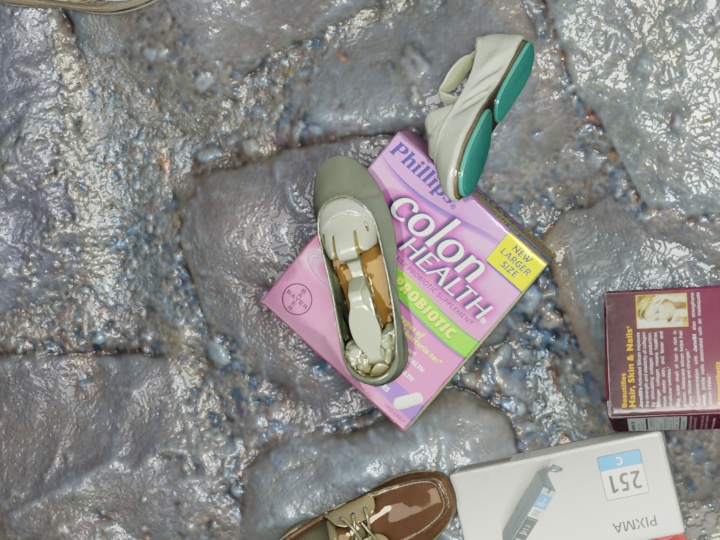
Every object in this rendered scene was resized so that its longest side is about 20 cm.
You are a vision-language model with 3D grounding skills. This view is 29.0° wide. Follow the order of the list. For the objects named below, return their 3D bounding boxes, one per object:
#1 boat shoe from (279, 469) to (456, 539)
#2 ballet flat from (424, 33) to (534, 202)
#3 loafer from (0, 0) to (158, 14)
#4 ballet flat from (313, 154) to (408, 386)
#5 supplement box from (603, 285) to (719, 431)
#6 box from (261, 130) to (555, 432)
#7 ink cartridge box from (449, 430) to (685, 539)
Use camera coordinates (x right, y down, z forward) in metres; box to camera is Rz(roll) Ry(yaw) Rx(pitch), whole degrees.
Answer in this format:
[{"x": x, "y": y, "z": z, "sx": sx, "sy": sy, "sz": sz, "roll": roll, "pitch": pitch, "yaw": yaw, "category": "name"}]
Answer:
[{"x": -0.001, "y": 0.245, "z": 1.285, "sx": 0.199, "sy": 0.072, "sz": 0.076, "roll": -31, "pitch": 80, "yaw": 21, "category": "boat shoe"}, {"x": 0.092, "y": -0.135, "z": 1.208, "sx": 0.069, "sy": 0.201, "sz": 0.070, "roll": 17, "pitch": 142, "yaw": 14, "category": "ballet flat"}, {"x": -0.268, "y": -0.279, "z": 1.316, "sx": 0.197, "sy": 0.063, "sz": 0.073, "roll": -2, "pitch": 94, "yaw": 12, "category": "loafer"}, {"x": 0.000, "y": 0.000, "z": 1.184, "sx": 0.067, "sy": 0.064, "sz": 0.202, "roll": -12, "pitch": 92, "yaw": 13, "category": "ballet flat"}, {"x": 0.311, "y": 0.075, "z": 1.196, "sx": 0.197, "sy": 0.086, "sz": 0.112, "roll": -3, "pitch": 74, "yaw": 12, "category": "supplement box"}, {"x": 0.045, "y": 0.008, "z": 1.256, "sx": 0.176, "sy": 0.097, "sz": 0.200, "roll": 42, "pitch": 101, "yaw": 6, "category": "box"}, {"x": 0.197, "y": 0.249, "z": 1.271, "sx": 0.198, "sy": 0.045, "sz": 0.178, "roll": -14, "pitch": 91, "yaw": 13, "category": "ink cartridge box"}]
